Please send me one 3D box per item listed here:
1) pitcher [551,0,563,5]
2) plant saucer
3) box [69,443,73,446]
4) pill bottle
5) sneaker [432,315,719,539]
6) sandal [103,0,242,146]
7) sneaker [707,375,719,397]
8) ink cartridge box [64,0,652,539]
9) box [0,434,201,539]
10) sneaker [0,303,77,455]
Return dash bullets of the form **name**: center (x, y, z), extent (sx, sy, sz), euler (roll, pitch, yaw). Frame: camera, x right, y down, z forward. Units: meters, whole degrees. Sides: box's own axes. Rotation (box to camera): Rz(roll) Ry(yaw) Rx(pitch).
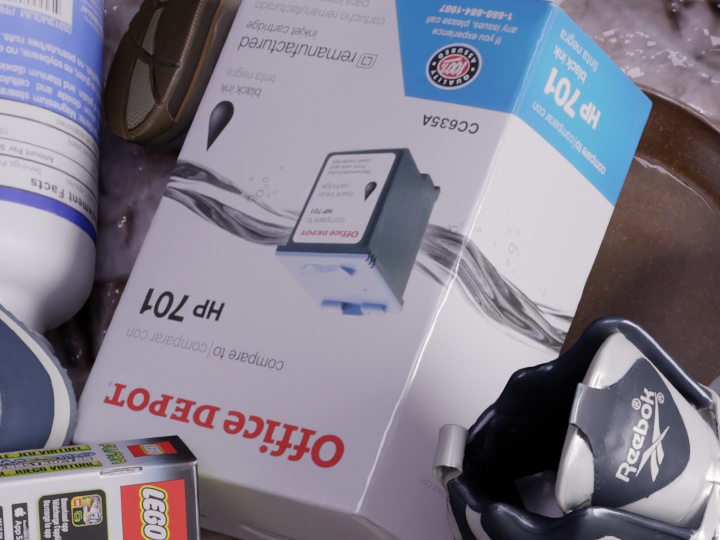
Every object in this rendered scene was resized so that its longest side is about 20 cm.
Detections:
- **pitcher**: center (0.108, -0.192, 1.164), extent (0.199, 0.121, 0.172), euler (-17, 67, 15)
- **plant saucer**: center (0.074, 0.020, 1.130), extent (0.199, 0.035, 0.201), euler (-4, 69, 11)
- **box**: center (-0.176, 0.154, 1.121), extent (0.199, 0.048, 0.159), euler (-12, 67, 7)
- **pill bottle**: center (-0.159, -0.038, 1.158), extent (0.111, 0.112, 0.201), euler (-3, 71, 10)
- **sneaker**: center (0.113, 0.070, 0.919), extent (0.198, 0.130, 0.080), euler (5, 65, 24)
- **sandal**: center (-0.043, -0.133, 1.198), extent (0.080, 0.054, 0.201), euler (-9, 55, 57)
- **sneaker**: center (0.151, 0.130, 1.052), extent (0.077, 0.082, 0.201), euler (-4, 75, 58)
- **ink cartridge box**: center (0.000, 0.000, 1.072), extent (0.146, 0.086, 0.201), euler (10, 71, 37)
- **box**: center (-0.108, 0.163, 1.013), extent (0.109, 0.035, 0.201), euler (-5, 103, -15)
- **sneaker**: center (-0.194, 0.006, 1.054), extent (0.200, 0.082, 0.070), euler (32, 98, 19)
